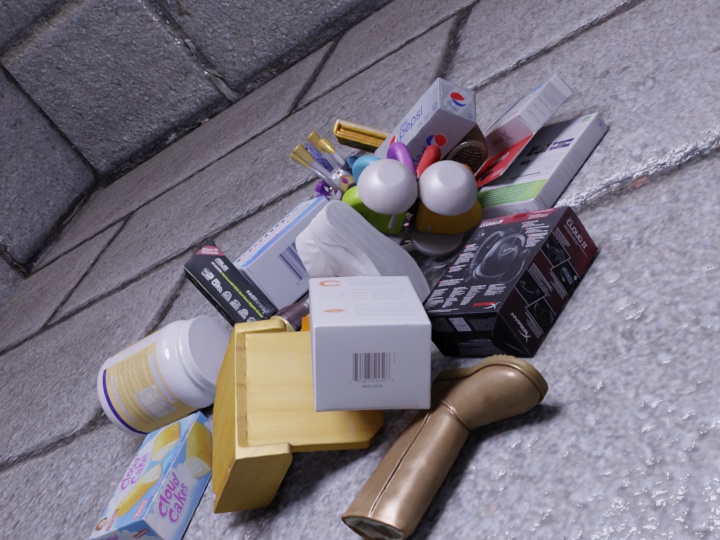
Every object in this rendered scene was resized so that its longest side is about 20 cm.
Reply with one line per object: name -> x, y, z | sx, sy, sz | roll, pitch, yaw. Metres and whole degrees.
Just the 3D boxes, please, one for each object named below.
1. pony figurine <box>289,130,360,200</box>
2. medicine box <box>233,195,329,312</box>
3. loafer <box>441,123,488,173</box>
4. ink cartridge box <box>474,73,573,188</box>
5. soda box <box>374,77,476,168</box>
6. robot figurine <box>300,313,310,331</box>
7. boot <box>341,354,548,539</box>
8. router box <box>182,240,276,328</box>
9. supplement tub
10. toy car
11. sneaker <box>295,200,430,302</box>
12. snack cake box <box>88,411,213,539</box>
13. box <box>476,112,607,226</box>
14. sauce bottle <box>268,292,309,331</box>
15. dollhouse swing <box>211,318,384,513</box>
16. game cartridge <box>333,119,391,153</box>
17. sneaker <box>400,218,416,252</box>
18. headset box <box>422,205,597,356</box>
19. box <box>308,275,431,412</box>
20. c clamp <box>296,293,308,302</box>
pony figurine -> -0.037, -0.161, 1.679 | 0.167, 0.200, 0.193 | -47, 7, -3
medicine box -> -0.117, -0.026, 1.564 | 0.182, 0.103, 0.200 | -43, 11, -12
loafer -> 0.143, -0.167, 1.451 | 0.200, 0.076, 0.068 | -40, 32, 54
ink cartridge box -> 0.221, -0.202, 1.408 | 0.176, 0.045, 0.200 | -48, 5, -13
soda box -> 0.096, -0.202, 1.395 | 0.200, 0.068, 0.064 | -45, 36, 50
robot figurine -> -0.028, 0.092, 1.294 | 0.145, 0.058, 0.200 | -36, 21, 7
boot -> 0.087, 0.186, 0.927 | 0.200, 0.066, 0.175 | -51, 13, -30
router box -> -0.214, 0.037, 1.490 | 0.062, 0.150, 0.200 | -42, 2, -10
supplement tub -> -0.304, 0.167, 1.463 | 0.200, 0.145, 0.145 | -27, 24, 26
toy car -> 0.071, -0.115, 1.307 | 0.175, 0.200, 0.150 | 102, 167, -61
sneaker -> 0.000, 0.000, 1.276 | 0.116, 0.200, 0.074 | -38, 10, 48
snack cake box -> -0.276, 0.300, 1.261 | 0.115, 0.067, 0.200 | -25, 25, 29
box -> 0.258, -0.148, 1.347 | 0.200, 0.036, 0.144 | -49, 23, -27
sauce bottle -> -0.123, 0.100, 1.410 | 0.200, 0.066, 0.066 | -46, 22, -8
dollhouse swing -> -0.084, 0.184, 1.157 | 0.182, 0.176, 0.200 | 114, 156, -43
game cartridge -> 0.044, -0.215, 1.583 | 0.200, 0.176, 0.032 | -27, -48, -88
sneaker -> 0.045, -0.086, 1.455 | 0.071, 0.099, 0.200 | -14, 17, -13
headset box -> 0.180, 0.008, 1.107 | 0.149, 0.077, 0.200 | -8, 36, 52
box -> 0.006, 0.077, 1.035 | 0.124, 0.098, 0.200 | -1, 14, -4
c clamp -> -0.040, 0.016, 1.503 | 0.200, 0.027, 0.171 | -39, 22, -4
